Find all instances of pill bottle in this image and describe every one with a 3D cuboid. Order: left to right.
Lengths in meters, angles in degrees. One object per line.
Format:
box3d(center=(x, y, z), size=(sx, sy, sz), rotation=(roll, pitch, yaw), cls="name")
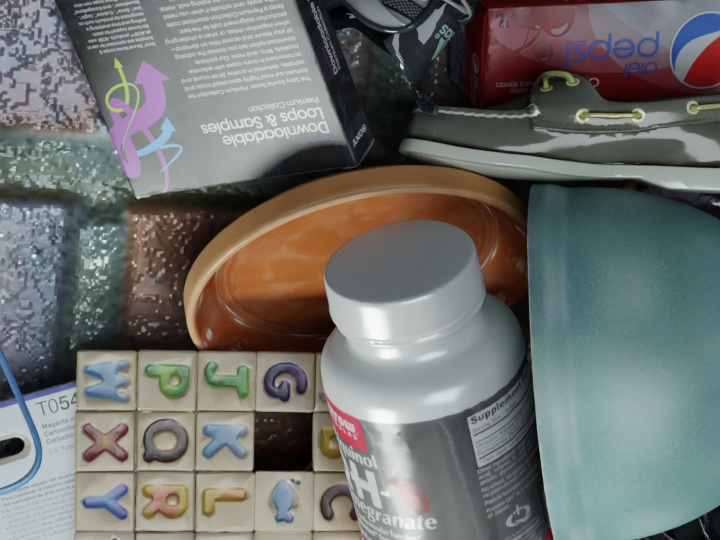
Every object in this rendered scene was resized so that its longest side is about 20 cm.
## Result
box3d(center=(0.040, 0.077, 1.550), size=(0.111, 0.111, 0.200), rotation=(-19, 121, -9), cls="pill bottle")

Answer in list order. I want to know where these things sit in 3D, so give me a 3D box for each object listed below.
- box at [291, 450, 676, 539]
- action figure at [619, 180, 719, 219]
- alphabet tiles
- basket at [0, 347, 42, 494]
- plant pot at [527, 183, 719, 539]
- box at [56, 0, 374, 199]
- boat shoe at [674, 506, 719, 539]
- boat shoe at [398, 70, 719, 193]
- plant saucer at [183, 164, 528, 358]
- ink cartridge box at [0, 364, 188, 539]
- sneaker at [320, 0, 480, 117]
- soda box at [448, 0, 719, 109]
box3d(center=(0.048, 0.165, 1.692), size=(0.200, 0.050, 0.199), rotation=(35, 111, -24), cls="box")
box3d(center=(0.185, -0.004, 1.658), size=(0.130, 0.069, 0.200), rotation=(13, 119, 25), cls="action figure")
box3d(center=(-0.076, 0.145, 1.603), size=(0.167, 0.008, 0.200), rotation=(1, 88, -11), cls="alphabet tiles")
box3d(center=(-0.274, 0.041, 1.514), size=(0.176, 0.139, 0.200), rotation=(-16, 83, -10), cls="basket")
box3d(center=(0.166, 0.047, 1.550), size=(0.134, 0.200, 0.201), rotation=(-5, 112, 8), cls="plant pot")
box3d(center=(-0.089, -0.138, 1.530), size=(0.143, 0.036, 0.200), rotation=(-6, 117, 28), cls="box")
box3d(center=(0.225, 0.138, 1.745), size=(0.199, 0.066, 0.075), rotation=(-20, 115, -8), cls="boat shoe")
box3d(center=(0.121, -0.077, 1.563), size=(0.201, 0.072, 0.060), rotation=(4, 90, -7), cls="boat shoe")
box3d(center=(0.000, 0.000, 1.599), size=(0.200, 0.032, 0.200), rotation=(-10, 150, -6), cls="plant saucer")
box3d(center=(-0.190, 0.172, 1.622), size=(0.196, 0.043, 0.200), rotation=(-15, 90, 1), cls="ink cartridge box")
box3d(center=(0.057, -0.149, 1.532), size=(0.200, 0.078, 0.140), rotation=(4, 79, 18), cls="sneaker")
box3d(center=(0.154, -0.132, 1.623), size=(0.200, 0.070, 0.063), rotation=(-4, 113, -15), cls="soda box")
